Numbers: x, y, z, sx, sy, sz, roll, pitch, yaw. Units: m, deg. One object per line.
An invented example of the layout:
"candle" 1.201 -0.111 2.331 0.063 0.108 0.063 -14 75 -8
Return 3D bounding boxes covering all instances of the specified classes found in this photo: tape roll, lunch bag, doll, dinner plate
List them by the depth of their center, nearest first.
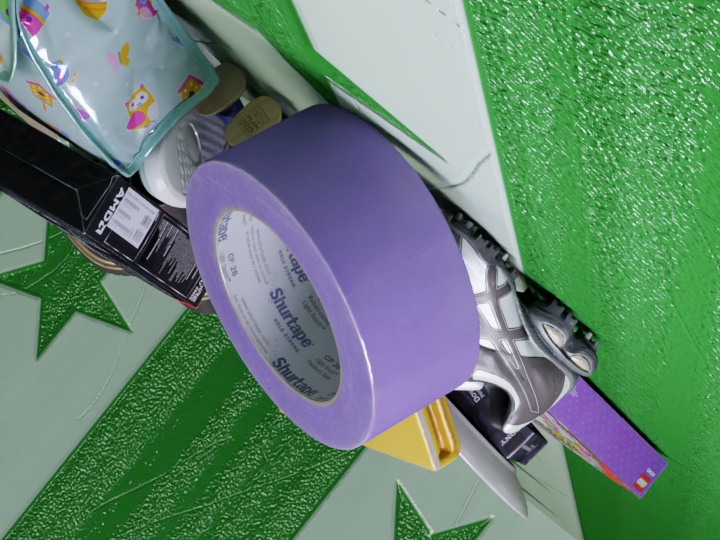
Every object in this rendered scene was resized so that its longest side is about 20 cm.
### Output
"tape roll" -0.019 0.004 1.492 0.200 0.085 0.201 44 150 34
"lunch bag" -0.215 -0.176 1.588 0.170 0.122 0.200 32 167 46
"doll" -0.049 -0.071 1.717 0.136 0.048 0.200 44 179 29
"dinner plate" 0.074 0.121 1.948 0.200 0.024 0.200 48 -179 -1

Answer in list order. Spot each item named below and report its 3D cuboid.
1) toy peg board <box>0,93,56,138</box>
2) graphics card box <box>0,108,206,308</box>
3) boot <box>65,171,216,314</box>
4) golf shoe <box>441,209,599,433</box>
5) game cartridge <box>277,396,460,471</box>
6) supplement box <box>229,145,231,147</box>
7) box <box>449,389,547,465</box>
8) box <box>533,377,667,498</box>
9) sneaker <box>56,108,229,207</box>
"toy peg board" -0.285 -0.216 2.059 0.199 0.098 0.200 55 -175 35
"graphics card box" -0.187 -0.043 1.681 0.125 0.051 0.200 30 177 25
"boot" -0.186 -0.057 1.955 0.199 0.078 0.139 21 151 36
"golf shoe" 0.062 0.026 1.534 0.200 0.095 0.078 42 176 -19
"game cartridge" -0.022 0.042 1.711 0.200 0.032 0.177 18 133 51
"supplement box" -0.155 -0.135 1.842 0.069 0.067 0.200 31 171 48
"box" 0.075 0.076 1.990 0.200 0.036 0.143 50 -177 10
"box" 0.138 0.088 1.850 0.200 0.039 0.137 43 175 -41
"sneaker" -0.161 -0.083 1.702 0.200 0.118 0.074 -72 -28 -72
